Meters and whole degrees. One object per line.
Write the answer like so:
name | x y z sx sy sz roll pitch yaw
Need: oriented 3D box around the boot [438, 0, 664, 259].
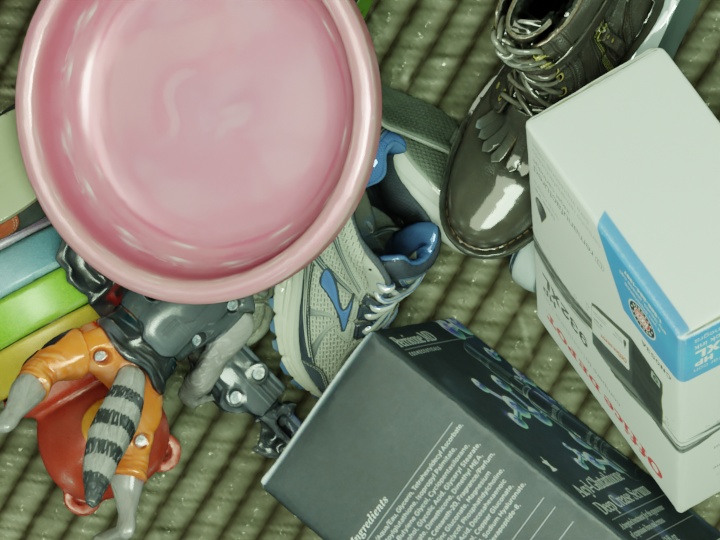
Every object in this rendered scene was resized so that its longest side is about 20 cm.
boot | 0.086 -0.104 1.458 0.069 0.174 0.201 29 91 12

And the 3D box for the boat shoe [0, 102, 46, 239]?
boat shoe | -0.145 -0.074 1.585 0.199 0.063 0.071 -31 81 -14

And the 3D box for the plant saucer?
plant saucer | -0.078 -0.085 1.503 0.199 0.051 0.202 2 95 21

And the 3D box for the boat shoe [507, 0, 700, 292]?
boat shoe | 0.106 -0.094 1.581 0.091 0.071 0.201 27 93 16

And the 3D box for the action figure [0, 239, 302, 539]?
action figure | -0.095 0.057 1.586 0.200 0.104 0.194 39 73 -18

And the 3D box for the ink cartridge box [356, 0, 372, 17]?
ink cartridge box | 0.056 -0.189 1.547 0.075 0.148 0.201 30 110 5

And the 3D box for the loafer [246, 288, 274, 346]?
loafer | -0.102 -0.053 1.657 0.072 0.063 0.201 -26 101 7

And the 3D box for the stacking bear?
stacking bear | -0.174 0.036 1.659 0.121 0.114 0.201 -27 89 -22

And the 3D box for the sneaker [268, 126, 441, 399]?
sneaker | 0.000 0.000 1.572 0.085 0.077 0.201 13 135 26

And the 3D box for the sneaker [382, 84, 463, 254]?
sneaker | -0.002 -0.065 1.624 0.200 0.070 0.080 39 119 16

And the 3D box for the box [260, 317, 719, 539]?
box | 0.073 0.128 1.556 0.200 0.148 0.107 38 103 13

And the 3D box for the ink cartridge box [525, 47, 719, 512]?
ink cartridge box | 0.155 0.009 1.475 0.083 0.200 0.145 -29 63 -10
